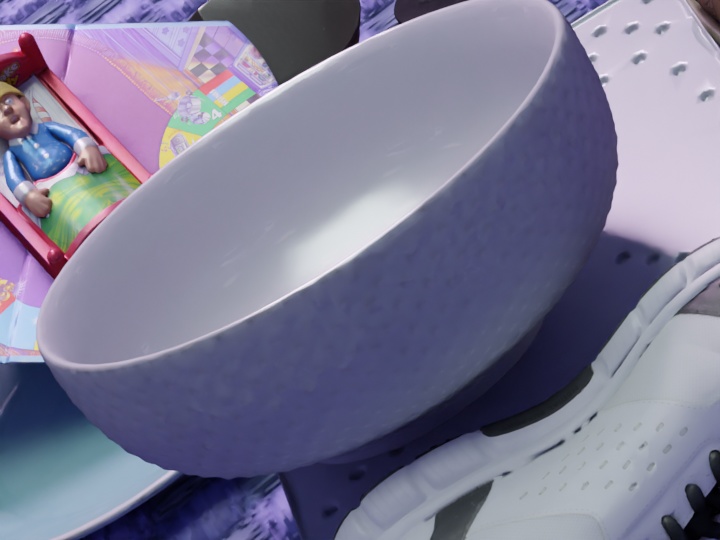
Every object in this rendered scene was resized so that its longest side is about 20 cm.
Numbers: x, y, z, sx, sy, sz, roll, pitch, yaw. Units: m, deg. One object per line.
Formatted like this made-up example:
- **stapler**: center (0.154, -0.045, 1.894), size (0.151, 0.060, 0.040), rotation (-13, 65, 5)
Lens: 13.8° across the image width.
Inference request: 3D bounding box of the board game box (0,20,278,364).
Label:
- **board game box**: center (-0.128, -0.042, 1.142), size (0.200, 0.039, 0.158), rotation (0, 58, 13)

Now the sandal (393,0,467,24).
- **sandal**: center (0.064, -0.173, 1.255), size (0.076, 0.043, 0.200), rotation (-16, 36, 33)

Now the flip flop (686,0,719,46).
- **flip flop**: center (0.152, -0.114, 1.062), size (0.081, 0.058, 0.200), rotation (-39, 29, -1)

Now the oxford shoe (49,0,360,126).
- **oxford shoe**: center (-0.086, -0.055, 1.214), size (0.200, 0.071, 0.071), rotation (-26, 74, -3)

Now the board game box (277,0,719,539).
- **board game box**: center (0.054, 0.003, 1.013), size (0.200, 0.026, 0.200), rotation (-31, 36, 5)

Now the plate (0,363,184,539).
- **plate**: center (-0.092, 0.042, 1.146), size (0.200, 0.026, 0.200), rotation (-27, 30, 18)

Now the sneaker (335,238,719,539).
- **sneaker**: center (0.089, 0.063, 0.875), size (0.200, 0.074, 0.080), rotation (-38, 43, 9)

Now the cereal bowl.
- **cereal bowl**: center (0.000, 0.000, 0.947), size (0.200, 0.083, 0.200), rotation (-30, 20, 12)
